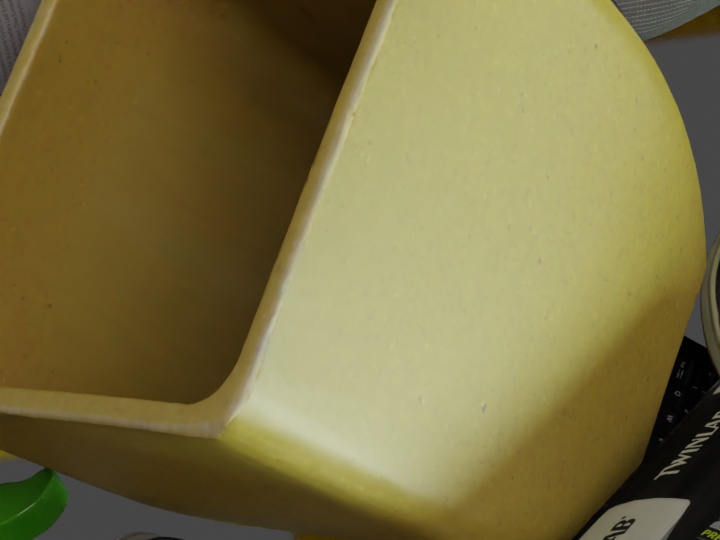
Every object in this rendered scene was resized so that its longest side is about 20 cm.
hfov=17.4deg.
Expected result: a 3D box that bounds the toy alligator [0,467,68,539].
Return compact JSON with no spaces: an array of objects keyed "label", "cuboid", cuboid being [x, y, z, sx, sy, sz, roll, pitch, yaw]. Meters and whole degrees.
[{"label":"toy alligator","cuboid":[-0.191,0.126,0.815,0.200,0.059,0.054,-38,40,-12]}]

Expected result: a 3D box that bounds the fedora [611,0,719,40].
[{"label":"fedora","cuboid":[0.105,-0.162,0.914,0.090,0.177,0.201,-32,97,12]}]

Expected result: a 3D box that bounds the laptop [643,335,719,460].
[{"label":"laptop","cuboid":[0.125,0.102,0.850,0.199,0.103,0.178,28,70,-16]}]

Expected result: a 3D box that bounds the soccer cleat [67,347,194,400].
[{"label":"soccer cleat","cuboid":[-0.155,0.023,0.841,0.198,0.069,0.078,2,70,-8]}]

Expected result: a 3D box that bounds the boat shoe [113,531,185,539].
[{"label":"boat shoe","cuboid":[-0.065,0.189,0.811,0.071,0.066,0.202,-13,98,-18]}]

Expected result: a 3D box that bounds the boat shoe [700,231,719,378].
[{"label":"boat shoe","cuboid":[0.176,-0.027,0.884,0.073,0.065,0.201,18,45,2]}]

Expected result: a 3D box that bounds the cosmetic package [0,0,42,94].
[{"label":"cosmetic package","cuboid":[-0.193,-0.099,0.841,0.199,0.085,0.108,-31,54,-19]}]

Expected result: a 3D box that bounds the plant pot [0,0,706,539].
[{"label":"plant pot","cuboid":[0.000,0.000,0.773,0.200,0.195,0.195,34,69,-36]}]

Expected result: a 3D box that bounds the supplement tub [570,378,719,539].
[{"label":"supplement tub","cuboid":[0.131,0.103,0.728,0.123,0.123,0.200,46,49,4]}]
